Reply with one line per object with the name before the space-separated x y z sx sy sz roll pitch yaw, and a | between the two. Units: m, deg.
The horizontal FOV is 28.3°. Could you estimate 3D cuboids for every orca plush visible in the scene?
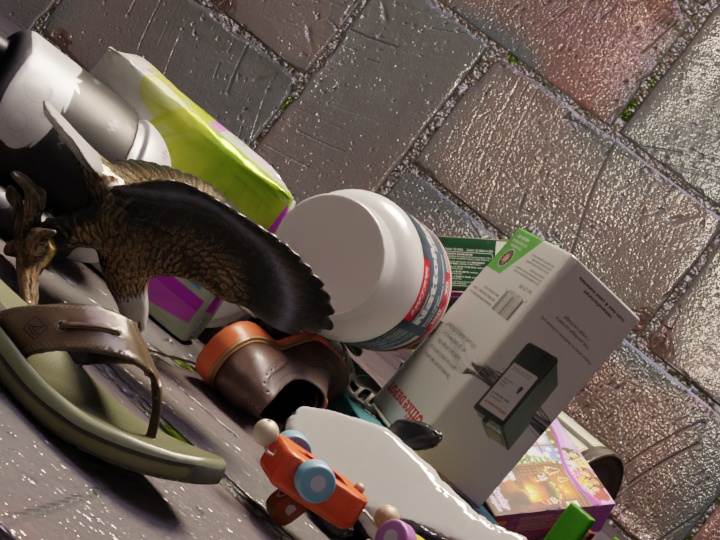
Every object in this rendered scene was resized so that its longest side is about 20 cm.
orca plush | 0.034 0.161 0.943 0.197 0.106 0.072 16 -44 12

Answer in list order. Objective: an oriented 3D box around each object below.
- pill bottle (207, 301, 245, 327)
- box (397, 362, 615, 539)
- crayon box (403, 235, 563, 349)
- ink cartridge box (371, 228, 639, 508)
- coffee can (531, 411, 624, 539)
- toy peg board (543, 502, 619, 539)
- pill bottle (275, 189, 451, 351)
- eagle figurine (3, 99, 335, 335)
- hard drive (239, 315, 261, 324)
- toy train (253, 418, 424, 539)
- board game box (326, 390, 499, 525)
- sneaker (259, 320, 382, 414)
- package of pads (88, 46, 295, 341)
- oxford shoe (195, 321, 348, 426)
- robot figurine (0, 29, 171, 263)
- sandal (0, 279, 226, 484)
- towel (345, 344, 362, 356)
pill bottle | -0.140 -0.015 1.301 0.104 0.105 0.200 38 1 -11
box | 0.128 0.162 1.324 0.135 0.039 0.201 0 38 -30
crayon box | 0.089 0.026 1.351 0.197 0.059 0.173 4 -21 7
ink cartridge box | 0.113 0.076 1.175 0.084 0.200 0.146 41 1 -16
coffee can | 0.149 0.188 1.464 0.200 0.147 0.146 40 2 34
toy peg board | 0.220 0.289 1.207 0.199 0.098 0.199 40 2 21
pill bottle | 0.000 0.000 1.143 0.119 0.120 0.200 39 4 15
eagle figurine | -0.128 -0.017 0.927 0.152 0.197 0.153 114 -32 -54
hard drive | -0.074 0.071 1.515 0.199 0.042 0.135 38 2 -32
toy train | 0.006 0.160 0.771 0.150 0.056 0.200 37 -1 -23
board game box | 0.044 0.178 1.139 0.150 0.047 0.200 39 2 -18
sneaker | -0.019 0.117 1.309 0.200 0.075 0.079 44 -14 5
package of pads | -0.167 -0.065 1.160 0.199 0.155 0.068 38 2 2
oxford shoe | -0.053 0.093 1.101 0.073 0.071 0.199 46 13 23
robot figurine | -0.233 -0.092 1.048 0.199 0.151 0.124 37 -15 -27
sandal | -0.143 0.035 0.692 0.200 0.058 0.080 40 2 13
towel | -0.063 -0.025 1.311 0.149 0.031 0.201 50 -6 47
